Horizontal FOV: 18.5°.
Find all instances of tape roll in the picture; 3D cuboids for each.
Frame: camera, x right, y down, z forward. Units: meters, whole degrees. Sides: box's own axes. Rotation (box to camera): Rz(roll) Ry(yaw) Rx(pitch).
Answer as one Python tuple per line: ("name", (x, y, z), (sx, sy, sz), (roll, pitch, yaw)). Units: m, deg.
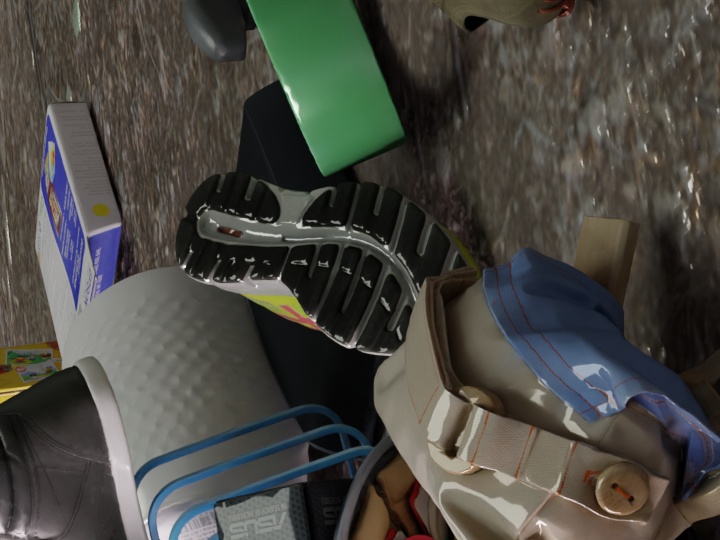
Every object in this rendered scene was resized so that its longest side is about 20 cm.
("tape roll", (-0.035, -0.148, 1.092), (0.200, 0.048, 0.202), (-23, -90, -89))

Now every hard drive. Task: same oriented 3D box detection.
("hard drive", (-0.032, -0.002, 1.271), (0.136, 0.042, 0.201), (101, 155, -44))

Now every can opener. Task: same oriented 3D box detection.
("can opener", (-0.085, -0.197, 1.340), (0.201, 0.066, 0.053), (-112, 21, -51))

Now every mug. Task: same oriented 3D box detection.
("mug", (-0.127, 0.111, 1.312), (0.176, 0.198, 0.149), (-104, 8, -52))

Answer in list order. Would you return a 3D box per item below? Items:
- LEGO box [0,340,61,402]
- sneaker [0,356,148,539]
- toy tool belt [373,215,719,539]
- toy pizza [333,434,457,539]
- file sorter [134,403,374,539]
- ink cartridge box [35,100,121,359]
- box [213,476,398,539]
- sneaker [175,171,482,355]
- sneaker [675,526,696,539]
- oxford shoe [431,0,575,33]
("LEGO box", (-0.367, 0.159, 2.119), (0.077, 0.198, 0.150), (-124, 32, -53))
("sneaker", (-0.158, 0.154, 1.146), (0.071, 0.098, 0.202), (-169, 64, -70))
("toy tool belt", (0.087, 0.057, 0.790), (0.123, 0.125, 0.200), (-47, 30, 6))
("toy pizza", (0.053, 0.160, 0.904), (0.032, 0.200, 0.202), (-18, 76, 30))
("file sorter", (-0.027, 0.160, 1.127), (0.200, 0.138, 0.124), (-152, 46, -69))
("ink cartridge box", (-0.243, -0.008, 1.929), (0.198, 0.047, 0.201), (106, 150, -48))
("box", (0.024, 0.167, 0.937), (0.051, 0.199, 0.159), (-15, 79, 31))
("sneaker", (0.000, 0.000, 1.117), (0.199, 0.090, 0.079), (21, 86, 44))
("sneaker", (0.110, 0.139, 0.841), (0.200, 0.059, 0.105), (125, 136, -81))
("oxford shoe", (0.076, -0.140, 0.883), (0.075, 0.070, 0.200), (58, 163, -10))
